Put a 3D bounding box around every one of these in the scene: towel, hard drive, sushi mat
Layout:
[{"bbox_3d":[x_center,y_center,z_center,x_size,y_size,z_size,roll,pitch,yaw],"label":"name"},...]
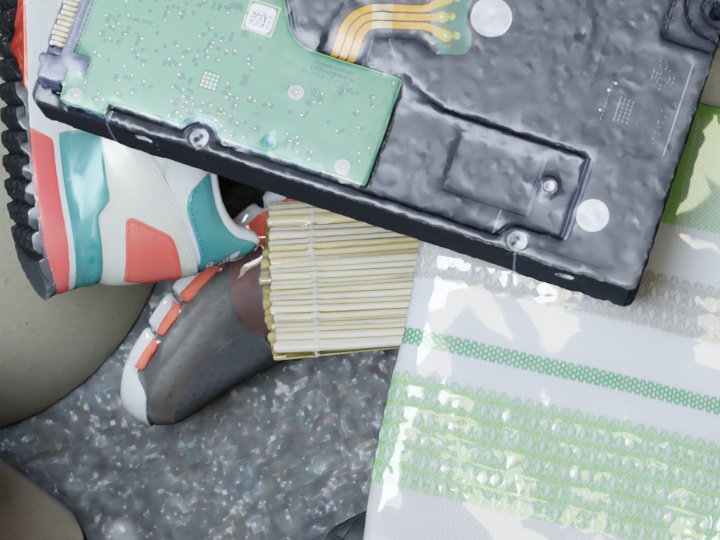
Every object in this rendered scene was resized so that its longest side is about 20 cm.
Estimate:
[{"bbox_3d":[0.084,0.041,0.918,0.149,0.031,0.200,11,82,-1],"label":"towel"},{"bbox_3d":[0.012,-0.084,0.914,0.200,0.038,0.140,17,80,4],"label":"hard drive"},{"bbox_3d":[0.065,-0.005,0.978,0.200,0.096,0.012,-4,123,-3],"label":"sushi mat"}]

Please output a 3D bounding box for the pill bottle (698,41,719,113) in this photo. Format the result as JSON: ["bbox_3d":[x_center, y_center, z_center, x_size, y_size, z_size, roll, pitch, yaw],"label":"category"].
[{"bbox_3d":[0.125,-0.147,1.000,0.112,0.112,0.200,11,86,14],"label":"pill bottle"}]

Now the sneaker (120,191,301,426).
[{"bbox_3d":[0.000,0.000,1.048,0.200,0.077,0.082,-42,85,9],"label":"sneaker"}]

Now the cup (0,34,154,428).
[{"bbox_3d":[-0.183,-0.038,1.058,0.200,0.143,0.201,-1,88,14],"label":"cup"}]

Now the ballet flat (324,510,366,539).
[{"bbox_3d":[0.027,0.182,1.042,0.057,0.066,0.200,-12,79,31],"label":"ballet flat"}]

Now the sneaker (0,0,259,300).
[{"bbox_3d":[-0.075,-0.092,0.986,0.093,0.070,0.200,-3,91,-14],"label":"sneaker"}]

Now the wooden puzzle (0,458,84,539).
[{"bbox_3d":[-0.227,0.115,1.056,0.200,0.185,0.037,-40,43,8],"label":"wooden puzzle"}]
